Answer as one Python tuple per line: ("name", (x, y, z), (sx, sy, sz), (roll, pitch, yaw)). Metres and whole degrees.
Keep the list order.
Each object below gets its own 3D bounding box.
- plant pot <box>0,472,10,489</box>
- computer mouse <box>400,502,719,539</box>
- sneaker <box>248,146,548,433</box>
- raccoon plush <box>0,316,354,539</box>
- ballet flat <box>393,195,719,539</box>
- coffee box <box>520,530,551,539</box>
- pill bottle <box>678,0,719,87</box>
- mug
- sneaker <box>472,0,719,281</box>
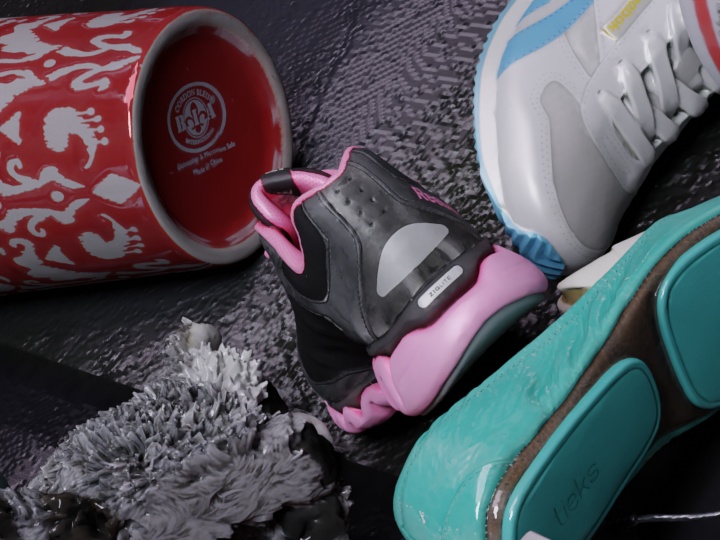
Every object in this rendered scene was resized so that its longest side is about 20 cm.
("plant pot", (-0.209, 0.128, 0.911), (0.200, 0.201, 0.161), (-9, 33, 36))
("computer mouse", (0.095, 0.088, 0.818), (0.199, 0.034, 0.059), (-15, 23, 24))
("sneaker", (0.000, 0.000, 0.896), (0.079, 0.095, 0.200), (-48, 3, -12))
("raccoon plush", (-0.093, 0.060, 0.898), (0.097, 0.200, 0.134), (-64, 33, 12))
("ballet flat", (0.079, 0.028, 0.830), (0.070, 0.068, 0.200), (12, 42, 43))
("coffee box", (0.038, 0.185, 0.706), (0.200, 0.080, 0.113), (-48, 37, -15))
("pill bottle", (0.200, -0.092, 0.761), (0.200, 0.114, 0.114), (12, 58, 51))
("mug", (-0.132, -0.068, 1.122), (0.199, 0.134, 0.178), (-3, 49, 37))
("sneaker", (0.103, -0.083, 0.965), (0.081, 0.077, 0.200), (-5, 48, 37))
